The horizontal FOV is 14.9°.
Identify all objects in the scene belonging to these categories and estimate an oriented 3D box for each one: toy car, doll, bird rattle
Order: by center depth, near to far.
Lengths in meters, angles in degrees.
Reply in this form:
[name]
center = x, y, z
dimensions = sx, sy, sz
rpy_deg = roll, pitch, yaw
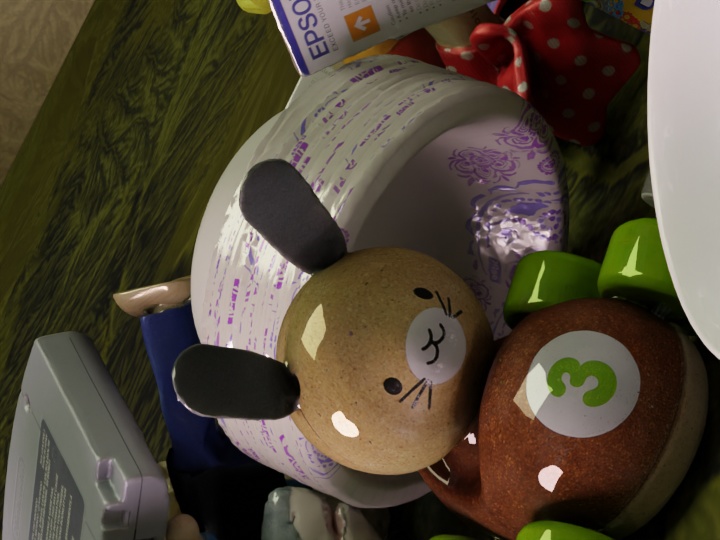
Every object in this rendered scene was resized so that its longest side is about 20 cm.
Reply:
[toy car]
center = 0.027, 0.038, 1.119
dimensions = 0.158, 0.199, 0.165
rpy_deg = -19, 48, 62
[doll]
center = -0.061, 0.101, 1.317
dimensions = 0.048, 0.201, 0.136
rpy_deg = -12, 1, 28
[bird rattle]
center = 0.037, -0.124, 1.387
dimensions = 0.113, 0.200, 0.163
rpy_deg = -58, 2, -22

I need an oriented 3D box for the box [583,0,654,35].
[box]
center = 0.096, -0.243, 1.356
dimensions = 0.122, 0.192, 0.200
rpy_deg = -57, 16, 27

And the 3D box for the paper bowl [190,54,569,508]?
[paper bowl]
center = 0.000, 0.000, 1.266
dimensions = 0.104, 0.201, 0.201
rpy_deg = 21, 86, 33

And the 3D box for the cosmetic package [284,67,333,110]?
[cosmetic package]
center = 0.040, -0.163, 1.594
dimensions = 0.201, 0.081, 0.113
rpy_deg = -65, -5, 7

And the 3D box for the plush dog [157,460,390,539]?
[plush dog]
center = -0.053, 0.151, 1.430
dimensions = 0.172, 0.160, 0.201
rpy_deg = -39, 55, 30

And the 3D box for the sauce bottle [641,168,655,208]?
[sauce bottle]
center = 0.171, -0.114, 1.141
dimensions = 0.201, 0.066, 0.066
rpy_deg = -66, 15, -4

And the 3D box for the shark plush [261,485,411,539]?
[shark plush]
center = -0.028, 0.195, 1.296
dimensions = 0.091, 0.083, 0.201
rpy_deg = -105, 30, -57

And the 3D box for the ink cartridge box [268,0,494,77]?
[ink cartridge box]
center = 0.030, -0.208, 1.192
dimensions = 0.199, 0.200, 0.041
rpy_deg = -21, 29, 1

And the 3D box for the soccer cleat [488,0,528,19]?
[soccer cleat]
center = 0.061, -0.077, 1.470
dimensions = 0.073, 0.068, 0.201
rpy_deg = -31, 35, 58

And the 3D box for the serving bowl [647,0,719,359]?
[serving bowl]
center = 0.168, -0.063, 1.007
dimensions = 0.200, 0.066, 0.201
rpy_deg = 180, 90, -76

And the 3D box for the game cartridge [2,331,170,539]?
[game cartridge]
center = -0.137, 0.137, 1.328
dimensions = 0.133, 0.041, 0.201
rpy_deg = 52, 141, 44
